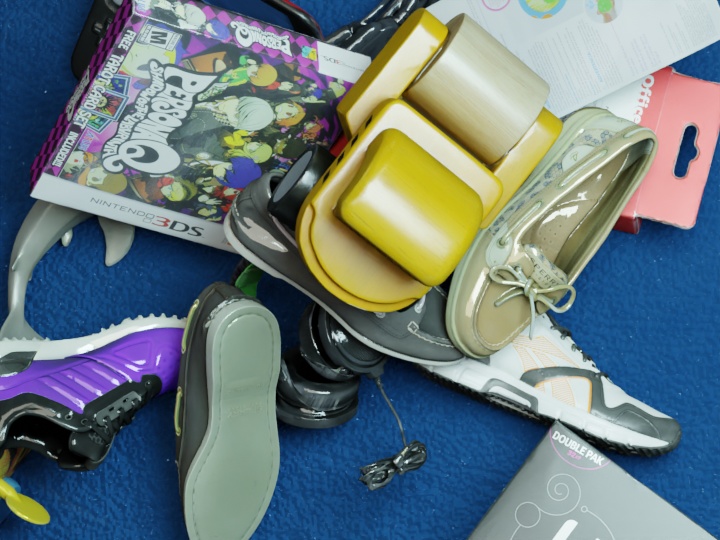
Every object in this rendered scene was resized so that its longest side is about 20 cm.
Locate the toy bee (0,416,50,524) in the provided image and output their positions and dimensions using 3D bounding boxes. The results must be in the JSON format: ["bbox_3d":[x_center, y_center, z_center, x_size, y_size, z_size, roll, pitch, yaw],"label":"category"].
[{"bbox_3d":[-0.287,0.162,1.709,0.130,0.109,0.201,14,81,8],"label":"toy bee"}]

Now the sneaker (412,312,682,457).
[{"bbox_3d":[0.140,0.073,1.691,0.199,0.074,0.080,23,81,10],"label":"sneaker"}]

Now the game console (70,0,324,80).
[{"bbox_3d":[-0.126,-0.162,1.714,0.200,0.119,0.173,32,112,13],"label":"game console"}]

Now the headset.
[{"bbox_3d":[-0.029,0.070,1.679,0.200,0.124,0.094,46,43,17],"label":"headset"}]

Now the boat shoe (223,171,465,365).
[{"bbox_3d":[0.000,0.000,1.628,0.200,0.057,0.067,30,44,-12],"label":"boat shoe"}]

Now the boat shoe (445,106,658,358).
[{"bbox_3d":[0.131,-0.024,1.634,0.063,0.073,0.200,25,82,54],"label":"boat shoe"}]

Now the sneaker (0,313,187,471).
[{"bbox_3d":[-0.189,0.097,1.693,0.199,0.070,0.100,-9,57,-21],"label":"sneaker"}]

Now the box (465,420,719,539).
[{"bbox_3d":[0.175,0.226,1.632,0.200,0.124,0.149,36,86,13],"label":"box"}]

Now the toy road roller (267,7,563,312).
[{"bbox_3d":[0.042,-0.064,1.536,0.123,0.146,0.200,38,90,-13],"label":"toy road roller"}]

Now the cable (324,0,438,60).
[{"bbox_3d":[-0.023,-0.230,1.787,0.200,0.051,0.163,-43,73,2],"label":"cable"}]

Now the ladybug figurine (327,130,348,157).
[{"bbox_3d":[0.027,-0.052,1.680,0.136,0.072,0.200,45,129,-4],"label":"ladybug figurine"}]

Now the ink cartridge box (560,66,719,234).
[{"bbox_3d":[0.159,-0.099,1.724,0.199,0.067,0.117,15,82,10],"label":"ink cartridge box"}]

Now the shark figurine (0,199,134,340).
[{"bbox_3d":[-0.220,-0.038,1.751,0.128,0.090,0.215,41,84,14],"label":"shark figurine"}]

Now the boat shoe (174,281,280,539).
[{"bbox_3d":[-0.099,0.107,1.697,0.072,0.061,0.202,-4,114,-29],"label":"boat shoe"}]

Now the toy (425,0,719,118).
[{"bbox_3d":[0.154,-0.173,1.670,0.200,0.047,0.115,-26,79,22],"label":"toy"}]

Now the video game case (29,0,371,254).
[{"bbox_3d":[-0.115,-0.101,1.662,0.181,0.200,0.036,16,46,-23],"label":"video game case"}]
